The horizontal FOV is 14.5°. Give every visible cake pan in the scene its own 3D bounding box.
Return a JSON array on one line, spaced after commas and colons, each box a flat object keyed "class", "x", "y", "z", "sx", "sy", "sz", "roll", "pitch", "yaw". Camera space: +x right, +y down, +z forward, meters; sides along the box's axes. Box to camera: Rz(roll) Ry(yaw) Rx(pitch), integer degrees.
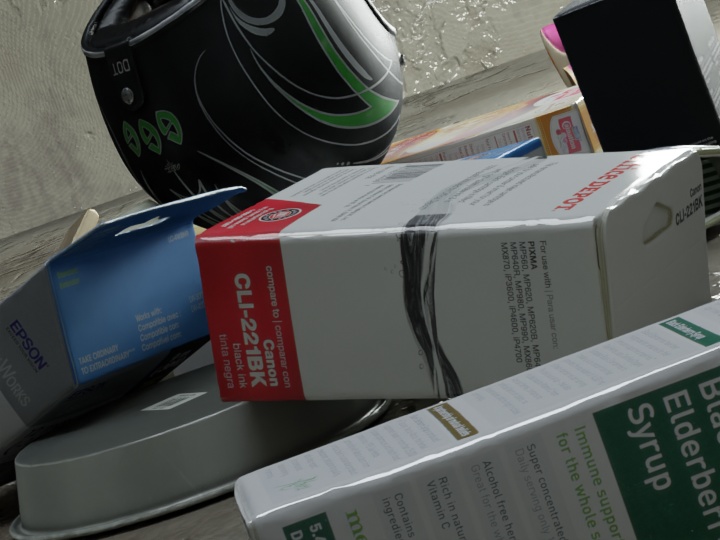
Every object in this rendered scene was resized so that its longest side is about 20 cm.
[{"class": "cake pan", "x": -0.084, "y": 0.080, "z": 1.401, "sx": 0.200, "sy": 0.037, "sz": 0.200, "roll": -19, "pitch": 7, "yaw": 2}]

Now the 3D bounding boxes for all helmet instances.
[{"class": "helmet", "x": -0.068, "y": -0.117, "z": 1.838, "sx": 0.200, "sy": 0.191, "sz": 0.200, "roll": -31, "pitch": 23, "yaw": 15}]

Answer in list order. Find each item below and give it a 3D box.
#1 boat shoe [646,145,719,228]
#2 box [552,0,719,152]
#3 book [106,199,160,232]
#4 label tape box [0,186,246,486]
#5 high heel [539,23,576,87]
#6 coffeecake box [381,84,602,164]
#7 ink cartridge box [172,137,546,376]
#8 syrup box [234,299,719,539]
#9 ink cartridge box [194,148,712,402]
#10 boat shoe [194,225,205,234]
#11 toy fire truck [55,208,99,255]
[{"class": "boat shoe", "x": 0.149, "y": -0.039, "z": 1.556, "sx": 0.062, "sy": 0.072, "sz": 0.200, "roll": -16, "pitch": 4, "yaw": 43}, {"class": "box", "x": 0.187, "y": -0.115, "z": 1.762, "sx": 0.079, "sy": 0.141, "sz": 0.200, "roll": -17, "pitch": 6, "yaw": 13}, {"class": "book", "x": -0.162, "y": 0.032, "z": 1.723, "sx": 0.134, "sy": 0.048, "sz": 0.200, "roll": -59, "pitch": 2, "yaw": 9}, {"class": "label tape box", "x": -0.148, "y": 0.042, "z": 1.486, "sx": 0.200, "sy": 0.066, "sz": 0.143, "roll": -37, "pitch": -8, "yaw": 28}, {"class": "high heel", "x": 0.234, "y": -0.221, "z": 2.764, "sx": 0.096, "sy": 0.067, "sz": 0.200, "roll": -29, "pitch": 11, "yaw": 2}, {"class": "coffeecake box", "x": 0.084, "y": -0.066, "z": 1.950, "sx": 0.200, "sy": 0.073, "sz": 0.154, "roll": -16, "pitch": 6, "yaw": 19}, {"class": "ink cartridge box", "x": 0.000, "y": 0.000, "z": 1.605, "sx": 0.200, "sy": 0.084, "sz": 0.145, "roll": -14, "pitch": 8, "yaw": 34}, {"class": "syrup box", "x": 0.069, "y": 0.071, "z": 0.858, "sx": 0.200, "sy": 0.079, "sz": 0.081, "roll": -20, "pitch": 6, "yaw": -4}, {"class": "ink cartridge box", "x": 0.047, "y": 0.001, "z": 1.311, "sx": 0.200, "sy": 0.084, "sz": 0.144, "roll": -3, "pitch": 14, "yaw": 26}, {"class": "boat shoe", "x": -0.137, "y": 0.021, "z": 1.935, "sx": 0.200, "sy": 0.074, "sz": 0.066, "roll": -26, "pitch": 22, "yaw": -34}, {"class": "toy fire truck", "x": -0.285, "y": 0.036, "z": 2.054, "sx": 0.200, "sy": 0.129, "sz": 0.176, "roll": -10, "pitch": -1, "yaw": -37}]
